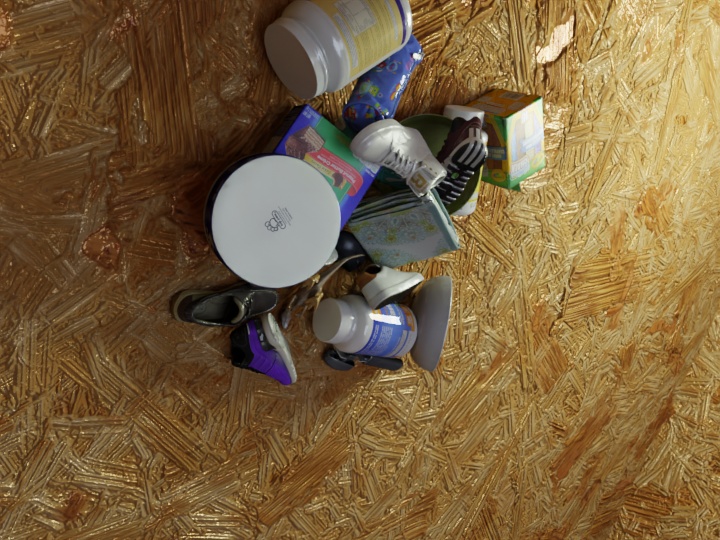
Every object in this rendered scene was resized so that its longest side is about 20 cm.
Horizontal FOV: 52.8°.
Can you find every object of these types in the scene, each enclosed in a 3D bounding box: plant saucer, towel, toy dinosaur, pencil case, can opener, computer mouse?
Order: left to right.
[{"bbox_3d":[-0.081,0.024,1.298,0.200,0.106,0.060,-41,99,3],"label":"toy dinosaur"},{"bbox_3d":[0.000,0.000,1.405,0.059,0.034,0.200,-47,134,-17],"label":"computer mouse"},{"bbox_3d":[0.003,0.179,1.493,0.067,0.054,0.199,-41,143,24],"label":"can opener"},{"bbox_3d":[0.043,-0.316,1.217,0.201,0.086,0.078,-64,148,-27],"label":"pencil case"},{"bbox_3d":[0.081,-0.077,1.354,0.200,0.170,0.048,53,29,-52],"label":"towel"},{"bbox_3d":[0.125,-0.193,1.359,0.199,0.031,0.201,1,108,4],"label":"plant saucer"}]

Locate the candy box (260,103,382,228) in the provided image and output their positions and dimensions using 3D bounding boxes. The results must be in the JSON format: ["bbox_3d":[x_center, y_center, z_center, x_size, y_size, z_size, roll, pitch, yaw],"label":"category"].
[{"bbox_3d":[-0.090,-0.140,1.187,0.169,0.077,0.201,36,84,-22],"label":"candy box"}]

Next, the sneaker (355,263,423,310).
[{"bbox_3d":[0.058,0.016,1.404,0.073,0.085,0.200,-45,166,23],"label":"sneaker"}]

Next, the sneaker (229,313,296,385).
[{"bbox_3d":[-0.179,0.150,1.292,0.099,0.070,0.201,-19,142,-2],"label":"sneaker"}]

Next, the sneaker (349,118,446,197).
[{"bbox_3d":[0.073,-0.177,1.175,0.074,0.116,0.200,-45,161,30],"label":"sneaker"}]

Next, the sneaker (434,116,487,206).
[{"bbox_3d":[0.164,-0.201,1.303,0.075,0.200,0.116,22,55,-20],"label":"sneaker"}]

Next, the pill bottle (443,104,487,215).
[{"bbox_3d":[0.187,-0.216,1.420,0.109,0.109,0.201,-9,116,-40],"label":"pill bottle"}]

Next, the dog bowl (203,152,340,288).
[{"bbox_3d":[-0.133,-0.077,1.096,0.199,0.079,0.202,-3,100,-18],"label":"dog bowl"}]

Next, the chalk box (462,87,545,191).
[{"bbox_3d":[0.294,-0.252,1.492,0.123,0.124,0.201,-31,126,-29],"label":"chalk box"}]

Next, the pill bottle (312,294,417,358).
[{"bbox_3d":[0.007,0.107,1.404,0.199,0.112,0.113,13,100,-44],"label":"pill bottle"}]

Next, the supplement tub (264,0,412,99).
[{"bbox_3d":[-0.034,-0.367,1.120,0.200,0.145,0.146,-38,131,-23],"label":"supplement tub"}]

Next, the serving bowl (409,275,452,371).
[{"bbox_3d":[0.136,0.105,1.504,0.065,0.200,0.201,10,107,-1],"label":"serving bowl"}]

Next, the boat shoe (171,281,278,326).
[{"bbox_3d":[-0.215,0.064,1.213,0.199,0.065,0.074,-9,114,-41],"label":"boat shoe"}]

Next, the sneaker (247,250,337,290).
[{"bbox_3d":[-0.125,-0.014,1.272,0.199,0.077,0.082,-17,159,-49],"label":"sneaker"}]

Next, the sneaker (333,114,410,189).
[{"bbox_3d":[0.032,-0.198,1.286,0.200,0.080,0.078,31,107,-35],"label":"sneaker"}]
